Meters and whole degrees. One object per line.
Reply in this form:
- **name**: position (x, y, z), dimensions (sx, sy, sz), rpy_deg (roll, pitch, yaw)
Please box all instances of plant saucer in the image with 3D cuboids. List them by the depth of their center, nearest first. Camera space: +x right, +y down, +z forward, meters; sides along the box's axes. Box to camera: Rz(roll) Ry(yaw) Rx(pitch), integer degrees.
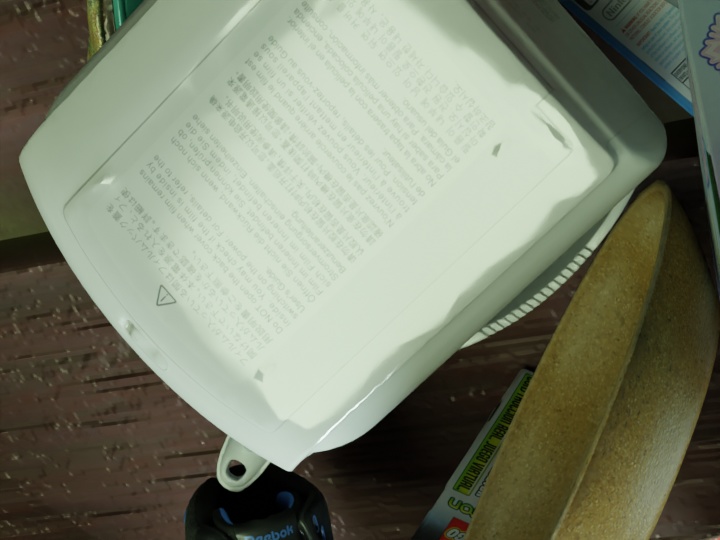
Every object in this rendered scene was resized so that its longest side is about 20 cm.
- **plant saucer**: position (0.076, 0.067, 0.962), dimensions (0.035, 0.201, 0.201), rpy_deg (23, 136, -3)

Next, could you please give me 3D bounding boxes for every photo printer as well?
- **photo printer**: position (-0.016, -0.038, 0.987), dimensions (0.166, 0.069, 0.200), rpy_deg (48, 117, 4)

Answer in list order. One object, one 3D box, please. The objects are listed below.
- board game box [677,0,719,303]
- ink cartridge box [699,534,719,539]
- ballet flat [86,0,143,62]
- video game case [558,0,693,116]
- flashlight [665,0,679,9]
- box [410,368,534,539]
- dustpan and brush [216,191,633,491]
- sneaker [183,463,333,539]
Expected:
- **board game box**: position (0.143, 0.043, 0.901), dimensions (0.041, 0.200, 0.200), rpy_deg (-10, 147, 6)
- **ink cartridge box**: position (0.161, 0.170, 1.066), dimensions (0.044, 0.173, 0.201), rpy_deg (-121, 25, -44)
- **ballet flat**: position (-0.064, -0.048, 1.093), dimensions (0.070, 0.071, 0.201), rpy_deg (-10, 119, 37)
- **video game case**: position (0.087, -0.151, 0.942), dimensions (0.200, 0.018, 0.143), rpy_deg (40, 137, -3)
- **flashlight**: position (0.043, -0.161, 0.906), dimensions (0.200, 0.068, 0.068), rpy_deg (34, 98, 10)
- **box**: position (0.042, 0.147, 1.152), dimensions (0.035, 0.110, 0.201), rpy_deg (23, 135, 13)
- **dustpan and brush**: position (0.000, 0.000, 1.053), dimensions (0.139, 0.057, 0.200), rpy_deg (32, 121, 1)
- **sneaker**: position (-0.028, 0.152, 1.070), dimensions (0.200, 0.073, 0.112), rpy_deg (-121, 20, -49)
